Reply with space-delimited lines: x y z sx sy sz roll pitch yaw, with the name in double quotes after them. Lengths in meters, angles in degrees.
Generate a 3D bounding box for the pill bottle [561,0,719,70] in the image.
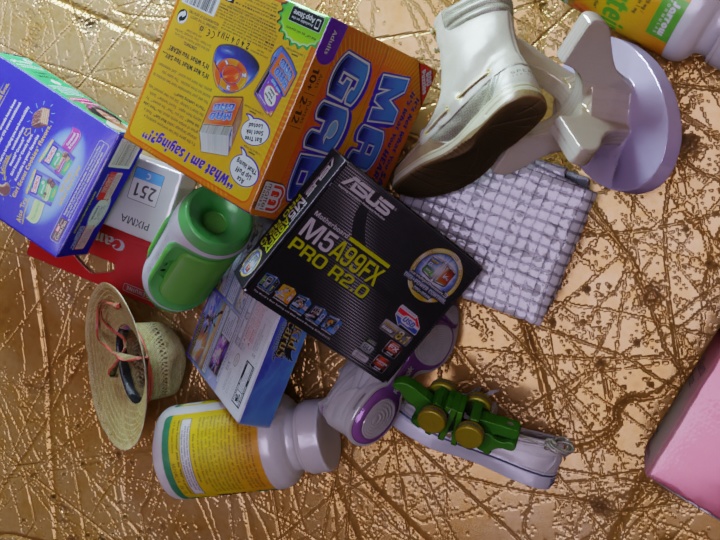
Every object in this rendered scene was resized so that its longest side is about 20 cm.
0.306 -0.282 1.014 0.200 0.111 0.111 32 102 11 "pill bottle"

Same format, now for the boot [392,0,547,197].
0.096 -0.177 1.021 0.200 0.072 0.155 -38 53 44 "boot"

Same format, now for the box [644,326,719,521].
0.384 0.138 1.013 0.109 0.128 0.200 30 100 13 "box"

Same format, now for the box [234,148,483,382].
0.000 0.000 1.002 0.200 0.044 0.160 36 98 -30 "box"

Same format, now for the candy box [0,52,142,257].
-0.381 -0.138 1.193 0.200 0.077 0.169 33 100 11 "candy box"

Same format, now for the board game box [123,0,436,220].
-0.083 -0.176 1.058 0.200 0.200 0.200 31 102 32 "board game box"

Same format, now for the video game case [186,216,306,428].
-0.118 0.047 1.137 0.181 0.045 0.200 37 108 55 "video game case"

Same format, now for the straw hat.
-0.258 0.109 1.209 0.201 0.085 0.201 11 104 53 "straw hat"

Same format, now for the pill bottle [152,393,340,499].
-0.130 0.202 1.172 0.200 0.113 0.113 -10 91 16 "pill bottle"

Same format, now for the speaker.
-0.186 -0.020 1.121 0.088 0.088 0.200 56 147 6 "speaker"

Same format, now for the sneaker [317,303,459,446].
0.029 0.098 1.120 0.200 0.075 0.100 -47 36 -18 "sneaker"

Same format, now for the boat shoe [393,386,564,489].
0.131 0.166 1.115 0.202 0.075 0.086 21 100 11 "boat shoe"

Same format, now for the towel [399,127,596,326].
0.140 -0.051 1.095 0.200 0.086 0.166 20 97 15 "towel"

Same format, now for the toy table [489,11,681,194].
0.217 -0.163 0.996 0.184 0.117 0.200 -66 33 26 "toy table"

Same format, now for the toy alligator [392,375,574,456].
0.123 0.168 1.062 0.200 0.059 0.054 22 127 5 "toy alligator"

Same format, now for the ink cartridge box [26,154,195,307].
-0.321 -0.068 1.242 0.200 0.045 0.176 21 98 14 "ink cartridge box"
